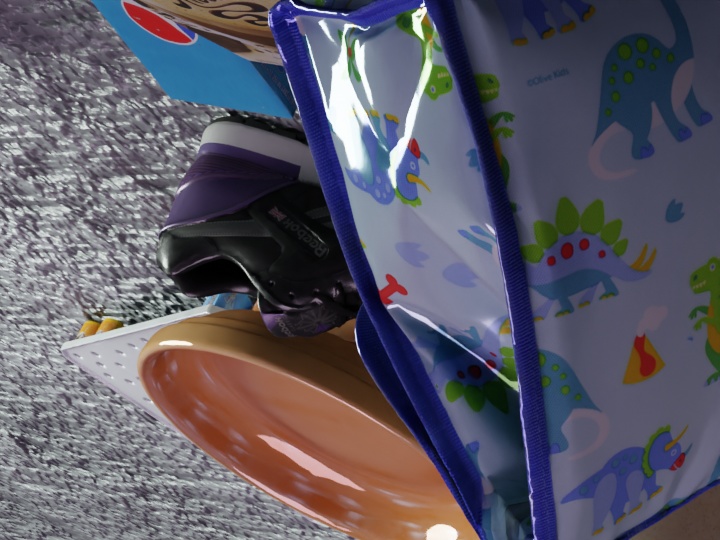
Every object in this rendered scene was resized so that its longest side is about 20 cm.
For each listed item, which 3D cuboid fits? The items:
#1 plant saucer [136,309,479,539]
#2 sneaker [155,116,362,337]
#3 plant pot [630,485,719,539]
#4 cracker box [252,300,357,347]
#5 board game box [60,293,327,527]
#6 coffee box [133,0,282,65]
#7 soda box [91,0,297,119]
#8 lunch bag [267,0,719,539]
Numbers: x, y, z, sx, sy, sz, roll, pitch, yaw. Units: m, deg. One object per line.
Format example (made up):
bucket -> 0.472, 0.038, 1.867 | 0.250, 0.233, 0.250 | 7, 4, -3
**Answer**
plant saucer -> -0.014, 0.077, 1.432 | 0.199, 0.038, 0.200 | 26, 160, 10
sneaker -> 0.000, 0.000, 1.324 | 0.199, 0.088, 0.076 | 14, 155, 30
plant pot -> 0.148, 0.114, 1.221 | 0.186, 0.201, 0.187 | 15, 158, 6
cracker box -> 0.053, 0.068, 1.458 | 0.200, 0.058, 0.134 | 41, 155, -32
board game box -> -0.045, 0.077, 1.639 | 0.200, 0.026, 0.200 | 35, 157, -21
coffee box -> -0.045, -0.132, 1.012 | 0.113, 0.080, 0.200 | 11, 172, 36
soda box -> -0.081, -0.143, 1.126 | 0.068, 0.064, 0.200 | 11, 153, 35
lunch bag -> 0.086, -0.022, 0.954 | 0.127, 0.170, 0.201 | 2, 114, 61
